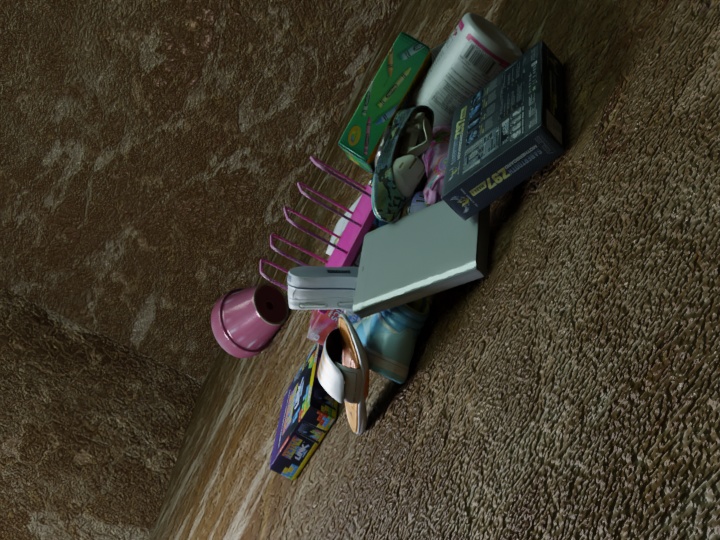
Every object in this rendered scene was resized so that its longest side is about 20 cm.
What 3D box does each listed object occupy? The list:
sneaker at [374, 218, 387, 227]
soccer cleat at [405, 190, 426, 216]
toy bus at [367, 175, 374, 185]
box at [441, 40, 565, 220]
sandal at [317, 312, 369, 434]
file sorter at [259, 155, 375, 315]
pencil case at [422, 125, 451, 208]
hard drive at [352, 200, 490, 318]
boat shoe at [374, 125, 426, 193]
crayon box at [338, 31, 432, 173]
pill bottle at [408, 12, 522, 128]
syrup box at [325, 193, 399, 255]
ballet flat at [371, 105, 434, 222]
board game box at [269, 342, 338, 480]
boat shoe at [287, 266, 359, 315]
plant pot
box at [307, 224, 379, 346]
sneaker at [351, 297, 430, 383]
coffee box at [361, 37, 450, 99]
[{"bbox_3d":[0.000,0.000,1.458,0.204,0.077,0.066,-68,14,-7],"label":"sneaker"},{"bbox_3d":[0.105,-0.072,1.204,0.072,0.069,0.201,-22,19,22],"label":"soccer cleat"},{"bbox_3d":[0.078,-0.209,1.572,0.203,0.064,0.079,-61,14,14],"label":"toy bus"},{"bbox_3d":[0.178,-0.176,1.001,0.157,0.051,0.203,-35,27,35],"label":"box"},{"bbox_3d":[-0.026,0.155,1.089,0.080,0.058,0.211,-123,24,-47],"label":"sandal"},{"bbox_3d":[-0.068,-0.063,1.279,0.203,0.123,0.139,-62,12,8],"label":"file sorter"},{"bbox_3d":[0.127,-0.141,1.160,0.088,0.086,0.202,-58,15,27],"label":"pencil case"},{"bbox_3d":[0.078,-0.023,1.048,0.197,0.026,0.134,-22,45,37],"label":"hard drive"},{"bbox_3d":[0.075,-0.169,1.278,0.200,0.072,0.076,43,-114,-72],"label":"boat shoe"},{"bbox_3d":[0.043,-0.265,1.290,0.203,0.057,0.119,-60,-7,2],"label":"crayon box"},{"bbox_3d":[0.151,-0.282,1.249,0.201,0.112,0.114,-53,16,29],"label":"pill bottle"},{"bbox_3d":[0.005,-0.081,1.595,0.200,0.077,0.083,-42,25,62],"label":"syrup box"},{"bbox_3d":[0.065,-0.159,1.132,0.074,0.073,0.204,-47,25,54],"label":"ballet flat"},{"bbox_3d":[-0.093,0.238,1.426,0.167,0.056,0.202,-57,14,28],"label":"board game box"},{"bbox_3d":[-0.013,0.034,1.206,0.074,0.194,0.067,-87,1,-72],"label":"boat shoe"},{"bbox_3d":[-0.305,0.129,2.321,0.178,0.199,0.203,-31,31,40],"label":"plant pot"},{"bbox_3d":[0.000,0.035,1.322,0.202,0.098,0.096,-58,13,28],"label":"box"},{"bbox_3d":[0.040,0.072,1.134,0.133,0.078,0.200,-66,21,1],"label":"sneaker"},{"bbox_3d":[0.111,-0.335,1.425,0.198,0.081,0.114,-33,7,-10],"label":"coffee box"}]
